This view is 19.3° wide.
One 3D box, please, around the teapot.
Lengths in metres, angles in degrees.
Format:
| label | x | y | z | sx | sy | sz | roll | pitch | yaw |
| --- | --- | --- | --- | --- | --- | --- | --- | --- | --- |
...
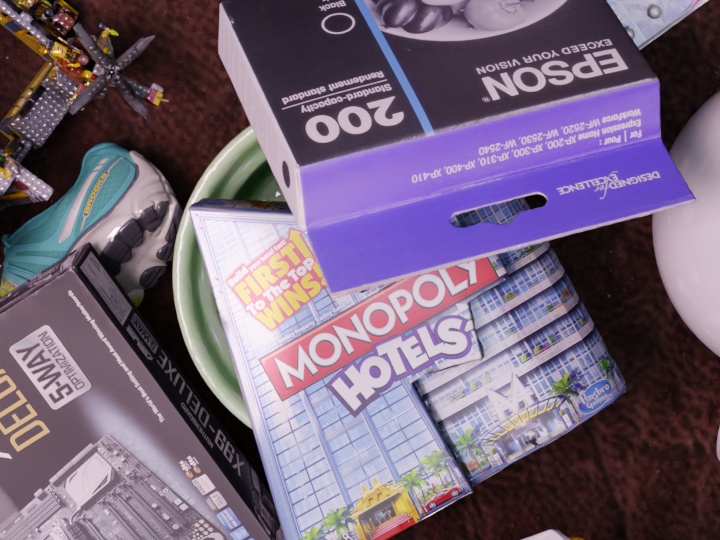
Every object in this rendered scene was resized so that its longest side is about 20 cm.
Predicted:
| label | x | y | z | sx | sy | sz | roll | pitch | yaw |
| --- | --- | --- | --- | --- | --- | --- | --- | --- | --- |
| teapot | 0.250 | -0.020 | 1.145 | 0.197 | 0.146 | 0.201 | -22 | 94 | 5 |

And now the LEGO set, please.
| label | x | y | z | sx | sy | sz | roll | pitch | yaw |
| --- | --- | --- | --- | --- | --- | --- | --- | --- | --- |
| LEGO set | -0.214 | -0.088 | 1.145 | 0.154 | 0.116 | 0.200 | 47 | 72 | -17 |

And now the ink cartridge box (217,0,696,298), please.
| label | x | y | z | sx | sy | sz | roll | pitch | yaw |
| --- | --- | --- | --- | --- | --- | --- | --- | --- | --- |
| ink cartridge box | 0.046 | -0.089 | 1.090 | 0.197 | 0.200 | 0.043 | -15 | 138 | -12 |

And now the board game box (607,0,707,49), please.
| label | x | y | z | sx | sy | sz | roll | pitch | yaw |
| --- | --- | --- | --- | --- | --- | --- | --- | --- | --- |
| board game box | 0.100 | -0.206 | 1.196 | 0.200 | 0.026 | 0.200 | -36 | 92 | 5 |

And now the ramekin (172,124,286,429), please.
| label | x | y | z | sx | sy | sz | roll | pitch | yaw |
| --- | --- | --- | --- | --- | --- | --- | --- | --- | --- |
| ramekin | 0.000 | 0.000 | 1.184 | 0.199 | 0.098 | 0.201 | 0 | 95 | 3 |

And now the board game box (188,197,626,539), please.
| label | x | y | z | sx | sy | sz | roll | pitch | yaw |
| --- | --- | --- | --- | --- | --- | --- | --- | --- | --- |
| board game box | 0.007 | 0.026 | 1.106 | 0.200 | 0.062 | 0.200 | -30 | 94 | 5 |

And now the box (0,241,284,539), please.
| label | x | y | z | sx | sy | sz | roll | pitch | yaw |
| --- | --- | --- | --- | --- | --- | --- | --- | --- | --- |
| box | -0.158 | 0.108 | 1.165 | 0.157 | 0.050 | 0.200 | -31 | 104 | 13 |

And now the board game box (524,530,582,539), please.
| label | x | y | z | sx | sy | sz | roll | pitch | yaw |
| --- | --- | --- | --- | --- | --- | --- | --- | --- | --- |
| board game box | 0.058 | 0.256 | 1.093 | 0.200 | 0.026 | 0.201 | -27 | 65 | 43 |

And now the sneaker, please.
| label | x | y | z | sx | sy | sz | roll | pitch | yaw |
| --- | --- | --- | --- | --- | --- | --- | --- | --- | --- |
| sneaker | -0.178 | 0.015 | 1.219 | 0.200 | 0.077 | 0.080 | -50 | 57 | 12 |
